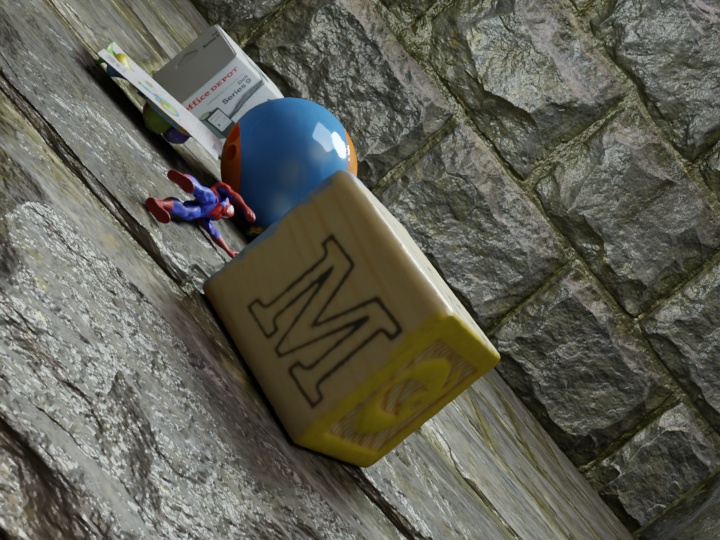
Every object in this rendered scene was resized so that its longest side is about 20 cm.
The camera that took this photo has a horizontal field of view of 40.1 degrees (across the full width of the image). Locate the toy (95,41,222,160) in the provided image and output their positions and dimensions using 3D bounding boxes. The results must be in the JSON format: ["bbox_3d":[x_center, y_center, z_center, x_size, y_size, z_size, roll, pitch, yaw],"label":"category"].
[{"bbox_3d":[-0.274,-0.216,1.318,0.200,0.047,0.115,46,11,-17],"label":"toy"}]

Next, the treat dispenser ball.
[{"bbox_3d":[-0.104,-0.149,1.433,0.201,0.200,0.201,50,6,-8],"label":"treat dispenser ball"}]

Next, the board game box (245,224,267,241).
[{"bbox_3d":[-0.064,-0.012,1.335,0.199,0.024,0.105,14,-27,47],"label":"board game box"}]

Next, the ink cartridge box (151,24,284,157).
[{"bbox_3d":[-0.221,-0.277,1.589,0.084,0.146,0.200,55,9,30],"label":"ink cartridge box"}]

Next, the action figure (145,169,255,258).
[{"bbox_3d":[-0.164,-0.059,1.124,0.099,0.065,0.200,43,7,4],"label":"action figure"}]

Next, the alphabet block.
[{"bbox_3d":[-0.006,0.055,1.011,0.201,0.196,0.195,54,9,29],"label":"alphabet block"}]
